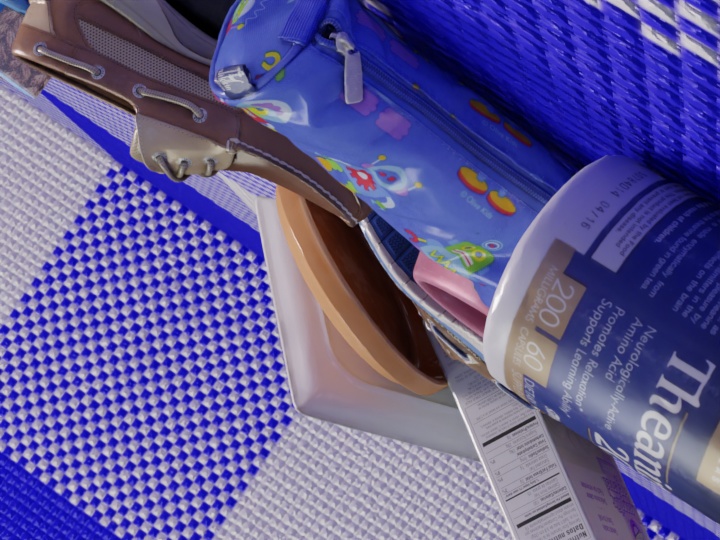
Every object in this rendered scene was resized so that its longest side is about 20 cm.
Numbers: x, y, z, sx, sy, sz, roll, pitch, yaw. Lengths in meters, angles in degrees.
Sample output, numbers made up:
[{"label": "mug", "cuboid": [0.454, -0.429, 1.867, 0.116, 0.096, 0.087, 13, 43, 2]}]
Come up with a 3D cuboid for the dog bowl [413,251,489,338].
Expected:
[{"label": "dog bowl", "cuboid": [0.115, 0.020, 1.124, 0.200, 0.074, 0.200, 34, 176, 3]}]

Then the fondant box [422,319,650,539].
[{"label": "fondant box", "cuboid": [0.128, 0.122, 1.428, 0.144, 0.058, 0.201, 28, -143, -61]}]

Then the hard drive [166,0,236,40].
[{"label": "hard drive", "cuboid": [-0.031, -0.105, 1.044, 0.135, 0.042, 0.200, 33, 175, 21]}]

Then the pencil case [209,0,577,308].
[{"label": "pencil case", "cuboid": [0.023, -0.059, 0.917, 0.200, 0.078, 0.087, 37, 167, -27]}]

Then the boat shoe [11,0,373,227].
[{"label": "boat shoe", "cuboid": [-0.081, -0.076, 0.986, 0.200, 0.072, 0.076, 35, 174, 8]}]

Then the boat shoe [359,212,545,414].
[{"label": "boat shoe", "cuboid": [0.065, 0.020, 1.250, 0.200, 0.072, 0.072, 48, 159, 8]}]

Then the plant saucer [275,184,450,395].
[{"label": "plant saucer", "cuboid": [0.000, 0.000, 1.418, 0.200, 0.032, 0.201, 52, -163, -23]}]

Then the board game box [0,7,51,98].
[{"label": "board game box", "cuboid": [-0.293, -0.224, 1.368, 0.200, 0.097, 0.159, 31, 175, 42]}]

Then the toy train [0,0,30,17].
[{"label": "toy train", "cuboid": [-0.178, -0.176, 1.153, 0.200, 0.087, 0.114, 31, -176, 13]}]

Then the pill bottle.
[{"label": "pill bottle", "cuboid": [0.157, 0.046, 0.818, 0.200, 0.111, 0.111, 32, 175, 24]}]

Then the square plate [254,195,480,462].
[{"label": "square plate", "cuboid": [0.021, 0.039, 1.501, 0.198, 0.028, 0.201, 17, -136, -33]}]
